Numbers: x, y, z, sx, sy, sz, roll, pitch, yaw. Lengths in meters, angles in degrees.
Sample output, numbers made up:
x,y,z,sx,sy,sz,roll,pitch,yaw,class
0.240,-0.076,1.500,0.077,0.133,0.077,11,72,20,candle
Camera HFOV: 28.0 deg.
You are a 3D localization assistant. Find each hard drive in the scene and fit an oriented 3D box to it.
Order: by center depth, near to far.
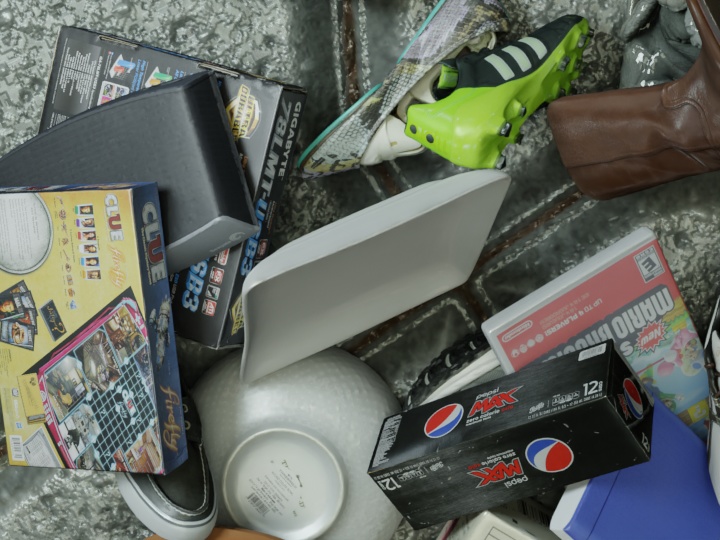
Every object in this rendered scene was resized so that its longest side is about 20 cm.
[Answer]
x,y,z,sx,sy,sz,roll,pitch,yaw,class
-0.178,-0.055,1.039,0.200,0.042,0.135,-19,85,25,hard drive
0.237,0.193,1.080,0.200,0.025,0.132,42,63,-23,hard drive

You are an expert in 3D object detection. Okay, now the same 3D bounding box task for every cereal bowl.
x,y,z,sx,sy,sz,roll,pitch,yaw,class
-0.055,0.157,1.124,0.199,0.083,0.201,0,99,2,cereal bowl

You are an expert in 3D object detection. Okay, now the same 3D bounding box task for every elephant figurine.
x,y,z,sx,sy,sz,roll,pitch,yaw,class
0.237,-0.166,1.048,0.155,0.200,0.142,-17,82,-21,elephant figurine

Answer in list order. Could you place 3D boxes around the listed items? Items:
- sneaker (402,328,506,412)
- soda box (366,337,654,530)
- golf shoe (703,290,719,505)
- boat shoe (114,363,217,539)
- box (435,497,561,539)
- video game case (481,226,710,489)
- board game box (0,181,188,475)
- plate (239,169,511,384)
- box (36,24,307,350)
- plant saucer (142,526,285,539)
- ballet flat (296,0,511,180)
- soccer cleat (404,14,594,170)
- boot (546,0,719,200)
x,y,z,sx,sy,sz,roll,pitch,yaw,class
0.124,0.075,1.109,0.200,0.074,0.079,-28,102,6,sneaker
0.108,0.121,1.042,0.200,0.063,0.071,-22,120,29,soda box
0.279,0.093,1.054,0.078,0.094,0.201,-11,62,33,golf shoe
-0.153,0.111,1.074,0.068,0.200,0.057,-2,134,-28,boat shoe
0.097,0.280,1.122,0.128,0.109,0.200,31,99,-3,box
0.191,0.082,1.086,0.143,0.017,0.200,-31,119,-2,video game case
-0.196,0.040,1.014,0.135,0.035,0.201,0,101,25,board game box
0.000,0.000,1.025,0.199,0.200,0.032,-23,72,-14,plate
-0.155,-0.064,1.077,0.198,0.050,0.201,17,99,22,box
-0.088,0.255,1.117,0.200,0.032,0.201,7,139,6,plant saucer
0.038,-0.128,1.078,0.072,0.072,0.200,42,98,-4,ballet flat
0.104,-0.139,1.030,0.081,0.200,0.068,24,132,21,soccer cleat
0.188,-0.121,0.952,0.187,0.200,0.064,53,57,-28,boot
